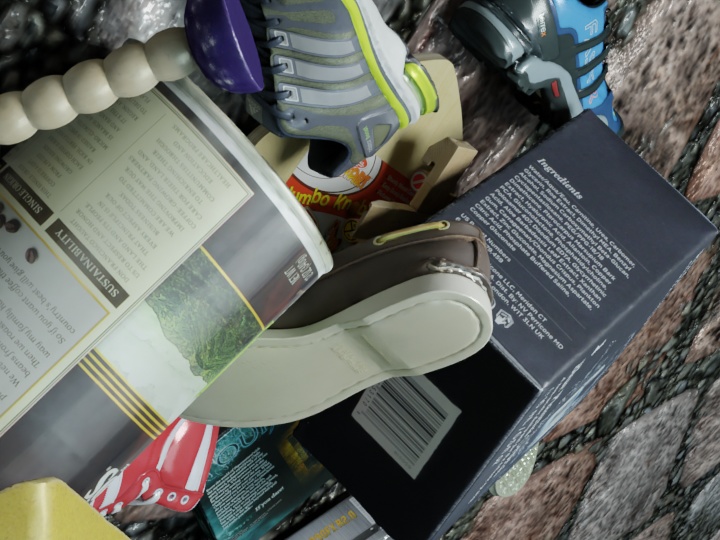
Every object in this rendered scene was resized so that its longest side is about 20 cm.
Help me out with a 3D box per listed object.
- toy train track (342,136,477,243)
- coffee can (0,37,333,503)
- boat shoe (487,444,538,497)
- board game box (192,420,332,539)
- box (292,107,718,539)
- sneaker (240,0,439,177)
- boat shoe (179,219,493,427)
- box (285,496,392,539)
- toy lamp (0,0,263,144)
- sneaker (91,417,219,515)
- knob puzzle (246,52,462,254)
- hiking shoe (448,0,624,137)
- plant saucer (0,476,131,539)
[{"bbox_3d":[0.000,0.000,0.847,0.114,0.033,0.201,6,122,-57],"label":"toy train track"},{"bbox_3d":[-0.131,0.014,0.652,0.200,0.146,0.147,-44,148,-8],"label":"coffee can"},{"bbox_3d":[0.115,0.077,1.104,0.074,0.062,0.203,-6,113,-42],"label":"boat shoe"},{"bbox_3d":[-0.037,0.100,0.966,0.199,0.028,0.136,-38,144,-19],"label":"board game box"},{"bbox_3d":[0.086,0.038,0.858,0.199,0.117,0.198,-36,163,-39],"label":"box"},{"bbox_3d":[-0.032,-0.113,0.696,0.081,0.074,0.200,-49,136,-2],"label":"sneaker"},{"bbox_3d":[-0.023,0.028,0.727,0.198,0.060,0.072,-19,133,26],"label":"boat shoe"},{"bbox_3d":[-0.040,0.268,1.104,0.199,0.048,0.160,-29,144,-29],"label":"box"},{"bbox_3d":[-0.139,-0.064,0.581,0.197,0.059,0.058,-18,146,6],"label":"toy lamp"},{"bbox_3d":[-0.160,0.123,0.801,0.200,0.071,0.113,-42,144,-15],"label":"sneaker"},{"bbox_3d":[-0.012,-0.047,0.841,0.218,0.030,0.222,-27,137,-28],"label":"knob puzzle"},{"bbox_3d":[0.136,-0.137,0.891,0.087,0.074,0.200,-51,148,5],"label":"hiking shoe"},{"bbox_3d":[-0.188,0.172,0.595,0.198,0.049,0.200,-26,160,-6],"label":"plant saucer"}]
